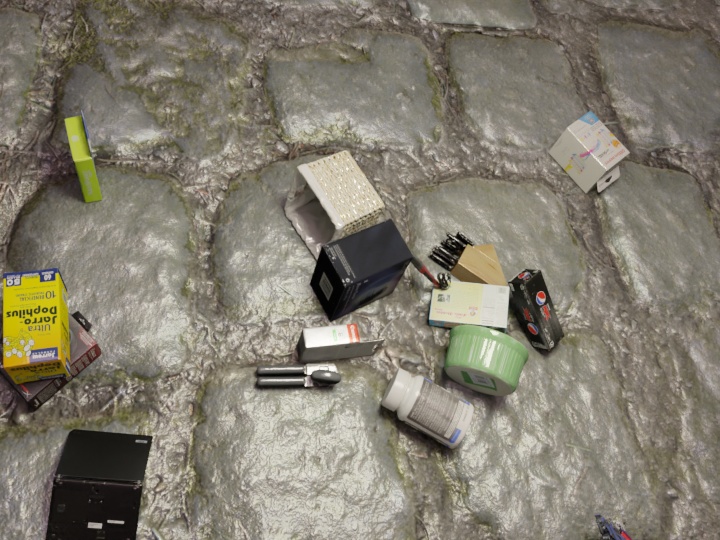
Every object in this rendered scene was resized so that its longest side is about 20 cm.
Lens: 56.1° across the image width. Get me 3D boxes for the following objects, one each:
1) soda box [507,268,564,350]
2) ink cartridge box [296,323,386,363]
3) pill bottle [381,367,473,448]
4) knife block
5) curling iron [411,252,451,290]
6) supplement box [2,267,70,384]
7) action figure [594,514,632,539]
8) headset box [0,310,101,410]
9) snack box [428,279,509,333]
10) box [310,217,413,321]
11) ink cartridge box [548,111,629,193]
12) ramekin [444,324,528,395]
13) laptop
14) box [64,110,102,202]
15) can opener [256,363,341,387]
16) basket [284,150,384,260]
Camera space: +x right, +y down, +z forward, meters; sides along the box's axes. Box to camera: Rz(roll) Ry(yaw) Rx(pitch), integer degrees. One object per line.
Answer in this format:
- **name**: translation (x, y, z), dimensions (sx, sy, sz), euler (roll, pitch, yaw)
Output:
- **soda box**: translation (0.452, 0.100, 1.738), dimensions (0.070, 0.063, 0.203), euler (-33, 110, -26)
- **ink cartridge box**: translation (-0.047, 0.169, 1.602), dimensions (0.195, 0.109, 0.051), euler (-5, 65, -17)
- **pill bottle**: translation (0.154, 0.318, 1.579), dimensions (0.197, 0.114, 0.115), euler (29, 61, 1)
- **knife block**: translation (0.282, -0.005, 1.800), dimensions (0.171, 0.064, 0.204), euler (-8, 67, -17)
- **curling iron**: translation (0.158, -0.016, 1.697), dimensions (0.199, 0.026, 0.050), euler (38, 101, -26)
- **supplement box**: translation (-0.662, 0.112, 1.384), dimensions (0.106, 0.110, 0.204), euler (-7, 66, -16)
- **action figure**: translation (0.548, 0.641, 1.533), dimensions (0.202, 0.104, 0.194), euler (53, 55, -14)
- **headset box**: translation (-0.673, 0.172, 1.459), dimensions (0.149, 0.078, 0.200), euler (42, 63, 8)
- **snack box**: translation (0.278, 0.091, 1.730), dimensions (0.195, 0.037, 0.118), euler (6, 61, 12)
- **box**: translation (0.000, 0.000, 1.645), dimensions (0.195, 0.201, 0.125), euler (-24, 71, -23)
- **ink cartridge box**: translation (0.696, -0.347, 2.038), dimensions (0.127, 0.126, 0.201), euler (-33, 76, -26)
- **ramekin**: translation (0.295, 0.220, 1.621), dimensions (0.196, 0.200, 0.099), euler (23, 68, -2)
- **laptop**: translation (-0.535, 0.448, 1.397), dimensions (0.173, 0.103, 0.205), euler (7, 88, -10)
- **box**: translation (-0.658, -0.267, 1.606), dimensions (0.047, 0.201, 0.124), euler (-14, 67, -20)
- **can opener**: translation (-0.144, 0.240, 1.572), dimensions (0.195, 0.067, 0.054), euler (0, 65, -9)
- **basket**: translation (-0.070, -0.160, 1.711), dimensions (0.159, 0.199, 0.202), euler (-27, 73, -29)
